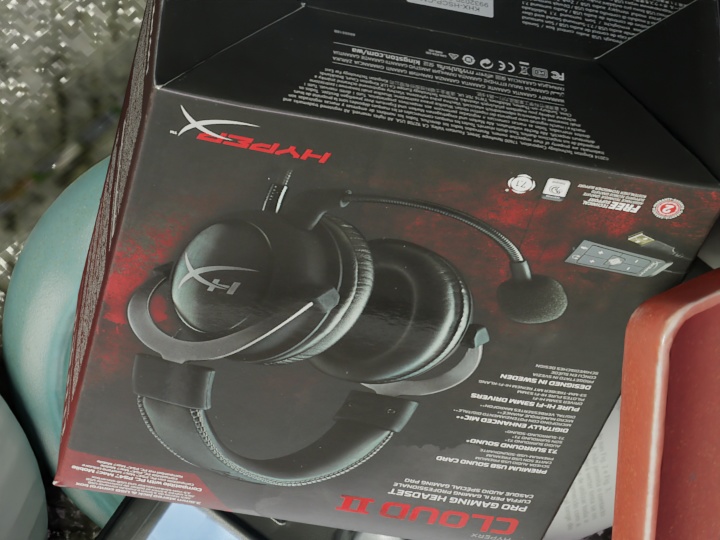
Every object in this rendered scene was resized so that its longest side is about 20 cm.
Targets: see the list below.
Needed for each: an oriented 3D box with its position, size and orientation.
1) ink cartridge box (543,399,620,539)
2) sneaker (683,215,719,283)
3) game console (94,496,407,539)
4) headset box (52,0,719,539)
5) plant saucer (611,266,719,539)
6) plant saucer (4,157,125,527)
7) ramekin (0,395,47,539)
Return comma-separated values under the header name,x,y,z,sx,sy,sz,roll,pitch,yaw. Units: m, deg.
name,x,y,z,sx,sy,sz,roll,pitch,yaw
ink cartridge box,0.105,-0.003,0.845,0.199,0.057,0.163,-22,122,-17
sneaker,0.169,-0.027,0.779,0.201,0.067,0.108,13,116,-41
game console,-0.038,0.151,0.777,0.176,0.116,0.200,35,83,11
headset box,0.000,0.000,0.708,0.148,0.077,0.200,10,140,-9
plant saucer,0.138,0.059,0.708,0.199,0.037,0.201,-22,128,-33
plant saucer,-0.030,0.041,0.900,0.199,0.027,0.201,3,122,4
ramekin,-0.207,0.096,0.894,0.199,0.098,0.201,7,122,11
